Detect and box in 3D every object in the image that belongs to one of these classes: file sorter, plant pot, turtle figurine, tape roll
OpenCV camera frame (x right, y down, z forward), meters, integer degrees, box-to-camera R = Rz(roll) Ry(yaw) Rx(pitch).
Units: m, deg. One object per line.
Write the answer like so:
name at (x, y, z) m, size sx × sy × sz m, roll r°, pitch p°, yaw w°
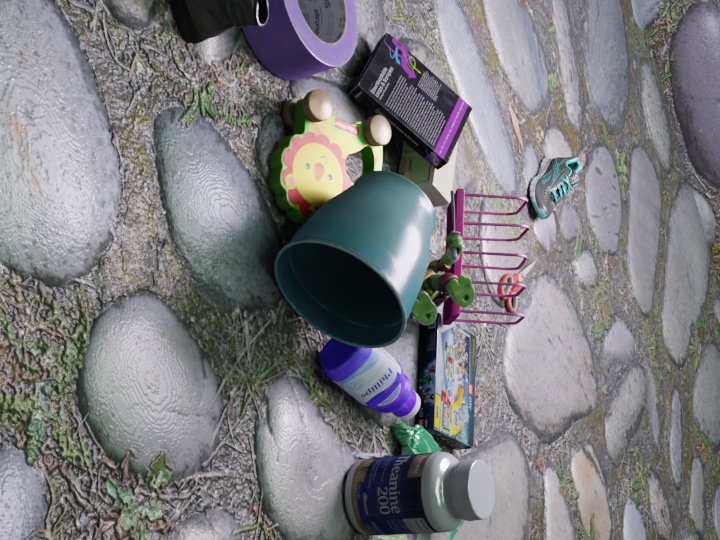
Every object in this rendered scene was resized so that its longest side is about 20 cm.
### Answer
file sorter at (0.205, -0.016, 1.791) m, size 0.139 × 0.124 × 0.203 m, roll 99°, pitch -6°, yaw -81°
plant pot at (0.010, -0.029, 1.530) m, size 0.201 × 0.198 × 0.189 m, roll 58°, pitch 47°, yaw -31°
turtle figurine at (0.088, -0.012, 1.670) m, size 0.142 × 0.194 × 0.202 m, roll 8°, pitch 106°, yaw -20°
tape roll at (-0.091, -0.386, 1.609) m, size 0.199 × 0.084 × 0.202 m, roll 22°, pitch 64°, yaw -54°

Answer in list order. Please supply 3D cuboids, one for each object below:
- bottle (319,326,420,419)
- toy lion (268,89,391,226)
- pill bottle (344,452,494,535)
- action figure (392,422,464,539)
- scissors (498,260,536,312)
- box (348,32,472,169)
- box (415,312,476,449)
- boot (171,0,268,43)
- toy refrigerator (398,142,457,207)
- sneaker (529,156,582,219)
bottle at (0.021, 0.160, 1.630) m, size 0.200 × 0.083 × 0.065 m, roll 45°, pitch 5°, yaw -44°
toy lion at (-0.048, -0.152, 1.613) m, size 0.199 × 0.068 × 0.194 m, roll 15°, pitch 74°, yaw -42°
pill bottle at (0.086, 0.318, 1.574) m, size 0.111 × 0.198 × 0.112 m, roll 24°, pitch 60°, yaw -53°
action figure at (0.110, 0.317, 1.753) m, size 0.201 × 0.054 × 0.118 m, roll 58°, pitch 39°, yaw -20°
scissors at (0.318, 0.009, 2.212) m, size 0.074 × 0.014 × 0.200 m, roll 62°, pitch 37°, yaw -23°
box at (0.086, -0.281, 1.827) m, size 0.200 × 0.036 × 0.144 m, roll 40°, pitch 52°, yaw -16°
box at (0.146, 0.189, 1.863) m, size 0.136 × 0.037 × 0.202 m, roll 33°, pitch 54°, yaw -50°
boot at (-0.194, -0.397, 1.400) m, size 0.070 × 0.131 × 0.201 m, roll -52°, pitch 125°, yaw -49°
toy refrigerator at (0.118, -0.209, 1.899) m, size 0.070 × 0.075 × 0.202 m, roll 41°, pitch 49°, yaw -45°
sneaker at (0.423, -0.187, 2.365) m, size 0.078 × 0.090 × 0.201 m, roll 58°, pitch 38°, yaw -29°
